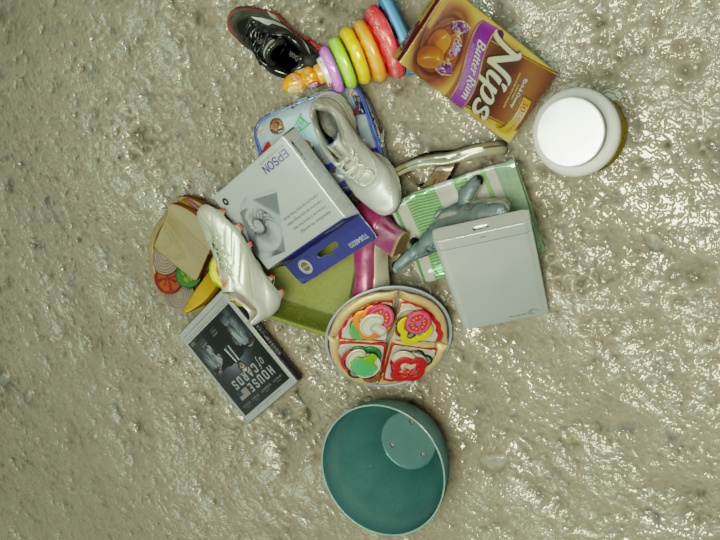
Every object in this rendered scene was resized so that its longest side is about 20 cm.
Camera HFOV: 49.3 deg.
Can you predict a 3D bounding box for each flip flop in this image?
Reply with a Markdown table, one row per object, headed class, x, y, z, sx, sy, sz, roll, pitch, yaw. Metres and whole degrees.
| class | x | y | z | sx | sy | sz | roll | pitch | yaw |
| --- | --- | --- | --- | --- | --- | --- | --- | --- | --- |
| flip flop | 0.122 | -0.149 | 1.161 | 0.197 | 0.081 | 0.058 | -11 | 101 | 18 |

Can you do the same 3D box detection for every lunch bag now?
| class | x | y | z | sx | sy | sz | roll | pitch | yaw |
| --- | --- | --- | --- | --- | --- | --- | --- | --- | --- |
| lunch bag | -0.055 | -0.186 | 1.207 | 0.197 | 0.075 | 0.163 | -18 | 85 | 12 |

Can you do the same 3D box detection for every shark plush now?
| class | x | y | z | sx | sy | sz | roll | pitch | yaw |
| --- | --- | --- | --- | --- | --- | --- | --- | --- | --- |
| shark plush | 0.121 | -0.059 | 1.106 | 0.197 | 0.084 | 0.092 | -18 | 114 | 23 |

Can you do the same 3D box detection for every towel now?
| class | x | y | z | sx | sy | sz | roll | pitch | yaw |
| --- | --- | --- | --- | --- | --- | --- | --- | --- | --- |
| towel | 0.156 | -0.066 | 1.155 | 0.197 | 0.023 | 0.154 | -15 | 115 | 24 |

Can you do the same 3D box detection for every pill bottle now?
| class | x | y | z | sx | sy | sz | roll | pitch | yaw |
| --- | --- | --- | --- | --- | --- | --- | --- | --- | --- |
| pill bottle | 0.283 | -0.178 | 1.016 | 0.110 | 0.200 | 0.113 | 4 | 100 | 22 |

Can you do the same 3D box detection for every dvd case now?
| class | x | y | z | sx | sy | sz | roll | pitch | yaw |
| --- | --- | --- | --- | --- | --- | --- | --- | --- | --- |
| dvd case | -0.209 | 0.147 | 1.349 | 0.150 | 0.025 | 0.201 | -41 | 87 | 32 |

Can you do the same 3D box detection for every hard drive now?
| class | x | y | z | sx | sy | sz | roll | pitch | yaw |
| --- | --- | --- | --- | --- | --- | --- | --- | --- | --- |
| hard drive | 0.186 | 0.004 | 1.099 | 0.130 | 0.027 | 0.201 | -12 | 138 | 13 |

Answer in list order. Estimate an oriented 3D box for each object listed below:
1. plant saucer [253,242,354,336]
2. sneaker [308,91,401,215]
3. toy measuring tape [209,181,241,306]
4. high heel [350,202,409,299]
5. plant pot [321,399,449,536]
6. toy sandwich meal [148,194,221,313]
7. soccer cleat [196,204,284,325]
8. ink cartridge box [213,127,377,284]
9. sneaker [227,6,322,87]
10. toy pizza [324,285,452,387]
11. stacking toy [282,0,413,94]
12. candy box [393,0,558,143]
| class | x | y | z | sx | sy | sz | roll | pitch | yaw |
| --- | --- | --- | --- | --- | --- | --- | --- | --- | --- |
| plant saucer | -0.079 | -0.008 | 1.279 | 0.197 | 0.048 | 0.203 | 15 | 104 | 21 |
| sneaker | -0.015 | -0.160 | 1.119 | 0.074 | 0.087 | 0.201 | -36 | 95 | 21 |
| toy measuring tape | -0.219 | -0.039 | 1.278 | 0.073 | 0.073 | 0.203 | -13 | 87 | 24 |
| high heel | 0.000 | 0.000 | 1.202 | 0.096 | 0.067 | 0.202 | 37 | 123 | 27 |
| plant pot | 0.055 | 0.286 | 1.221 | 0.197 | 0.134 | 0.204 | 4 | 100 | 22 |
| toy sandwich meal | -0.300 | -0.021 | 1.357 | 0.202 | 0.070 | 0.209 | 4 | 100 | 22 |
| soccer cleat | -0.195 | -0.008 | 1.205 | 0.201 | 0.077 | 0.069 | 56 | 153 | -13 |
| ink cartridge box | -0.102 | -0.080 | 1.169 | 0.199 | 0.041 | 0.201 | -31 | 102 | 43 |
| sneaker | -0.139 | -0.356 | 1.223 | 0.199 | 0.098 | 0.071 | 36 | 112 | 15 |
| toy pizza | 0.044 | 0.109 | 1.194 | 0.197 | 0.032 | 0.203 | -3 | 126 | -4 |
| stacking toy | -0.023 | -0.303 | 1.138 | 0.198 | 0.116 | 0.111 | -25 | 87 | 0 |
| candy box | 0.158 | -0.281 | 1.076 | 0.198 | 0.057 | 0.117 | 31 | 104 | -19 |
